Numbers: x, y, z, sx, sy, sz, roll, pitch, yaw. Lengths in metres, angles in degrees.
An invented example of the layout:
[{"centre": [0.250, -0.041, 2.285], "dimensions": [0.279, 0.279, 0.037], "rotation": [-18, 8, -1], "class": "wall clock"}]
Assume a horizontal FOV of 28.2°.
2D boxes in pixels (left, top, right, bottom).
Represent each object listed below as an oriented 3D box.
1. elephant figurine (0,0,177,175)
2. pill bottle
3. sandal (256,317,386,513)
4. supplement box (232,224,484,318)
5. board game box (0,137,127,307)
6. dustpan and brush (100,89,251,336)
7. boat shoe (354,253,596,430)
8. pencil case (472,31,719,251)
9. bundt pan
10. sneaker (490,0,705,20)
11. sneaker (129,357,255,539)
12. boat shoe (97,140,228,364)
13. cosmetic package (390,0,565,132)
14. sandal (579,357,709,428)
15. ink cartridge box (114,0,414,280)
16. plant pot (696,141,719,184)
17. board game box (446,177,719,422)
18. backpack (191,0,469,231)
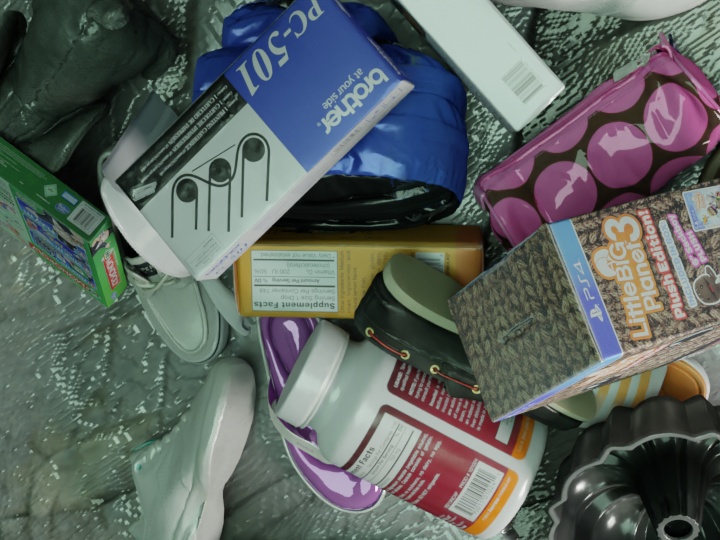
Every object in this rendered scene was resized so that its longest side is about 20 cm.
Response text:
[{"centre": [-0.249, -0.143, 1.135], "dimensions": [0.200, 0.155, 0.142], "rotation": [-47, 63, 7], "class": "elephant figurine"}, {"centre": [0.039, 0.121, 1.138], "dimensions": [0.199, 0.113, 0.114], "rotation": [28, 107, -6], "class": "pill bottle"}, {"centre": [-0.042, 0.116, 1.202], "dimensions": [0.082, 0.050, 0.204], "rotation": [-22, 95, 16], "class": "sandal"}, {"centre": [0.000, 0.000, 1.148], "dimensions": [0.198, 0.067, 0.069], "rotation": [3, 106, 5], "class": "supplement box"}, {"centre": [-0.280, -0.060, 1.165], "dimensions": [0.199, 0.135, 0.029], "rotation": [36, 70, 11], "class": "board game box"}, {"centre": [-0.138, -0.028, 1.151], "dimensions": [0.057, 0.140, 0.200], "rotation": [-30, 113, 29], "class": "dustpan and brush"}, {"centre": [0.089, 0.065, 1.092], "dimensions": [0.200, 0.074, 0.063], "rotation": [31, 122, -10], "class": "boat shoe"}, {"centre": [0.178, -0.088, 1.090], "dimensions": [0.200, 0.091, 0.094], "rotation": [-38, 127, 16], "class": "pencil case"}, {"centre": [0.244, 0.174, 1.114], "dimensions": [0.200, 0.076, 0.203], "rotation": [3, 128, 4], "class": "bundt pan"}, {"centre": [0.175, -0.220, 1.058], "dimensions": [0.198, 0.088, 0.076], "rotation": [-1, 101, 13], "class": "sneaker"}, {"centre": [-0.153, 0.159, 1.223], "dimensions": [0.088, 0.075, 0.202], "rotation": [24, 108, 19], "class": "sneaker"}, {"centre": [-0.168, -0.012, 1.193], "dimensions": [0.071, 0.066, 0.202], "rotation": [-13, 99, 15], "class": "boat shoe"}, {"centre": [0.063, -0.190, 1.055], "dimensions": [0.052, 0.151, 0.200], "rotation": [-42, 91, 8], "class": "cosmetic package"}, {"centre": [0.174, 0.089, 1.143], "dimensions": [0.205, 0.059, 0.080], "rotation": [15, 105, 9], "class": "sandal"}, {"centre": [-0.067, -0.094, 0.992], "dimensions": [0.200, 0.044, 0.094], "rotation": [-43, 81, 11], "class": "ink cartridge box"}, {"centre": [0.346, -0.028, 1.062], "dimensions": [0.199, 0.093, 0.203], "rotation": [3, 104, 12], "class": "plant pot"}, {"centre": [0.191, 0.017, 1.016], "dimensions": [0.198, 0.159, 0.098], "rotation": [-15, 77, -26], "class": "board game box"}, {"centre": [-0.015, -0.116, 1.086], "dimensions": [0.198, 0.162, 0.170], "rotation": [6, 88, 13], "class": "backpack"}]
